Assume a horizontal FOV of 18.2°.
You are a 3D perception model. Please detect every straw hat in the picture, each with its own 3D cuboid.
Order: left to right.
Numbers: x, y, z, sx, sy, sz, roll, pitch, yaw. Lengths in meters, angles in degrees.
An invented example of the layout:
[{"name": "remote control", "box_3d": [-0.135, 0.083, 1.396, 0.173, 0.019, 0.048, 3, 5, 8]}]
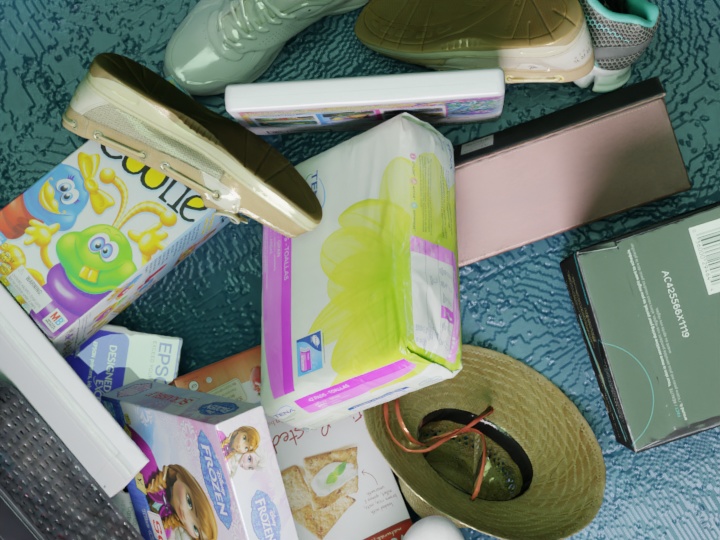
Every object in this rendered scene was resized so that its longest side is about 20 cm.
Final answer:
[{"name": "straw hat", "box_3d": [0.078, 0.150, 1.690, 0.200, 0.201, 0.085, 33, 129, 4]}]

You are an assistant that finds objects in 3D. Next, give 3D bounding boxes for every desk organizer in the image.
[{"name": "desk organizer", "box_3d": [0.146, -0.074, 1.705, 0.199, 0.072, 0.078, -19, 103, 7]}]

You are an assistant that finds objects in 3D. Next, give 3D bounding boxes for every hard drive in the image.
[{"name": "hard drive", "box_3d": [-0.238, 0.081, 1.647, 0.026, 0.132, 0.200, -40, 88, -22]}]

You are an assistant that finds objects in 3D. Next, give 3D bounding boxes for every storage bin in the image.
[{"name": "storage bin", "box_3d": [-0.262, 0.199, 1.637, 0.135, 0.094, 0.200, -39, 93, 29]}]

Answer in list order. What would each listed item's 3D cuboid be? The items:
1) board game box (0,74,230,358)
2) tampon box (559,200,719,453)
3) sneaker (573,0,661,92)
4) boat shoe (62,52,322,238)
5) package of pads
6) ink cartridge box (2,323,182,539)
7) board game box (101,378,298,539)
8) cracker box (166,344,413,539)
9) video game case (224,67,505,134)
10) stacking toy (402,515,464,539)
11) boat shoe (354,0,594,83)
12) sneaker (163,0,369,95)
[{"name": "board game box", "box_3d": [-0.189, -0.035, 1.682, 0.200, 0.105, 0.103, -40, 85, -17]}, {"name": "tampon box", "box_3d": [0.230, 0.041, 1.634, 0.125, 0.200, 0.151, -17, 88, 1]}, {"name": "sneaker", "box_3d": [0.156, -0.236, 1.699, 0.200, 0.091, 0.078, 49, 54, 0]}, {"name": "boat shoe", "box_3d": [-0.120, -0.079, 1.621, 0.200, 0.073, 0.063, 32, 111, -5]}, {"name": "package of pads", "box_3d": [0.000, 0.000, 1.633, 0.154, 0.068, 0.202, -23, 56, 36]}, {"name": "ink cartridge box", "box_3d": [-0.246, 0.134, 1.731, 0.198, 0.043, 0.200, 9, 88, 2]}, {"name": "board game box", "box_3d": [-0.106, 0.186, 1.622, 0.041, 0.199, 0.202, -21, 102, -27]}, {"name": "cracker box", "box_3d": [-0.050, 0.154, 1.696, 0.133, 0.058, 0.201, -21, 87, -18]}, {"name": "video game case", "box_3d": [0.007, -0.124, 1.662, 0.198, 0.182, 0.024, -3, 88, 3]}, {"name": "stacking toy", "box_3d": [0.034, 0.262, 1.627, 0.145, 0.146, 0.201, 12, 118, 3]}, {"name": "boat shoe", "box_3d": [0.087, -0.171, 1.698, 0.199, 0.069, 0.074, 10, 60, 36]}, {"name": "sneaker", "box_3d": [-0.070, -0.207, 1.712, 0.199, 0.099, 0.078, -35, 86, 1]}]
